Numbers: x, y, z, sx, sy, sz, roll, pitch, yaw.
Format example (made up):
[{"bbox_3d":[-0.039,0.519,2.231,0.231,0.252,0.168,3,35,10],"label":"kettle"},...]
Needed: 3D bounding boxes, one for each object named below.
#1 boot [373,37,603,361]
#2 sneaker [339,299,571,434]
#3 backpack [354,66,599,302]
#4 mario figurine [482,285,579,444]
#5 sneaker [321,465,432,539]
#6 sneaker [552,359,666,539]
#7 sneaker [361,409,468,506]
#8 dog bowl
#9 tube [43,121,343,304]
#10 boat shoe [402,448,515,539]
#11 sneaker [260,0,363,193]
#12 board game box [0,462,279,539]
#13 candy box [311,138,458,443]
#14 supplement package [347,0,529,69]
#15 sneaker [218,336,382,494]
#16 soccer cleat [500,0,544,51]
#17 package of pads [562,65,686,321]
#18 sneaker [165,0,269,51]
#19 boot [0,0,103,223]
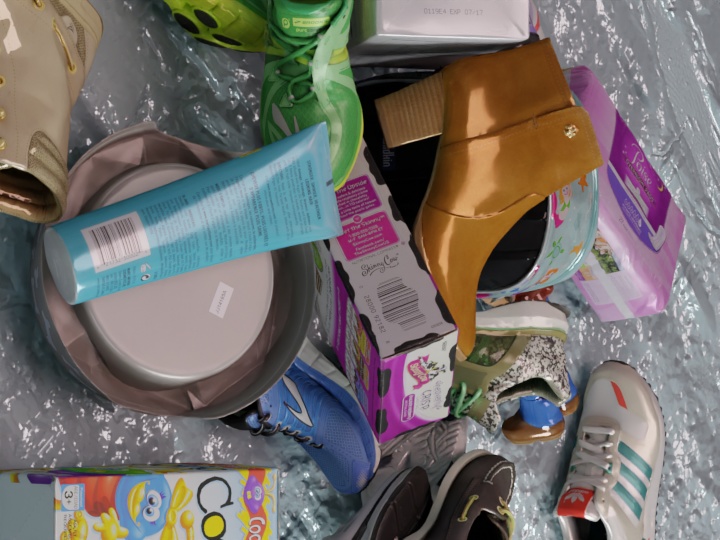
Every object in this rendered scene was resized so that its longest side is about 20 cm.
[{"bbox_3d":[0.101,-0.049,1.515,0.071,0.143,0.203,-98,173,-82],"label":"boot"},{"bbox_3d":[0.077,0.081,1.657,0.198,0.077,0.089,-10,66,-15],"label":"sneaker"},{"bbox_3d":[0.084,-0.063,1.637,0.150,0.199,0.179,-6,93,-48],"label":"backpack"},{"bbox_3d":[0.116,0.035,1.782,0.105,0.124,0.202,-15,113,-6],"label":"mario figurine"},{"bbox_3d":[-0.030,0.203,1.566,0.201,0.114,0.076,-52,139,-47],"label":"sneaker"},{"bbox_3d":[0.207,0.178,1.865,0.093,0.070,0.202,2,90,-54],"label":"sneaker"},{"bbox_3d":[0.055,0.202,1.695,0.130,0.079,0.201,58,33,-49],"label":"sneaker"},{"bbox_3d":[-0.129,0.003,1.459,0.199,0.059,0.202,4,82,-29],"label":"dog bowl"},{"bbox_3d":[-0.102,-0.032,1.404,0.199,0.050,0.078,-18,116,-24],"label":"tube"},{"bbox_3d":[0.078,0.196,1.588,0.201,0.060,0.072,-48,135,-53],"label":"boat shoe"},{"bbox_3d":[-0.038,-0.151,1.458,0.084,0.073,0.202,11,79,-77],"label":"sneaker"},{"bbox_3d":[-0.156,0.180,1.429,0.199,0.104,0.104,4,86,-49],"label":"board game box"},{"bbox_3d":[0.000,0.000,1.522,0.061,0.137,0.201,-21,64,-12],"label":"candy box"},{"bbox_3d":[0.040,-0.209,1.574,0.113,0.200,0.111,0,89,-14],"label":"supplement package"},{"bbox_3d":[-0.062,0.093,1.571,0.200,0.078,0.089,52,60,-24],"label":"sneaker"},{"bbox_3d":[0.105,-0.197,1.722,0.200,0.068,0.074,-43,114,-77],"label":"soccer cleat"},{"bbox_3d":[0.198,-0.065,1.849,0.200,0.075,0.121,51,42,-36],"label":"package of pads"},{"bbox_3d":[-0.111,-0.220,1.504,0.200,0.074,0.084,41,64,-39],"label":"sneaker"},{"bbox_3d":[-0.241,-0.133,1.348,0.200,0.072,0.157,41,46,-47],"label":"boot"}]
